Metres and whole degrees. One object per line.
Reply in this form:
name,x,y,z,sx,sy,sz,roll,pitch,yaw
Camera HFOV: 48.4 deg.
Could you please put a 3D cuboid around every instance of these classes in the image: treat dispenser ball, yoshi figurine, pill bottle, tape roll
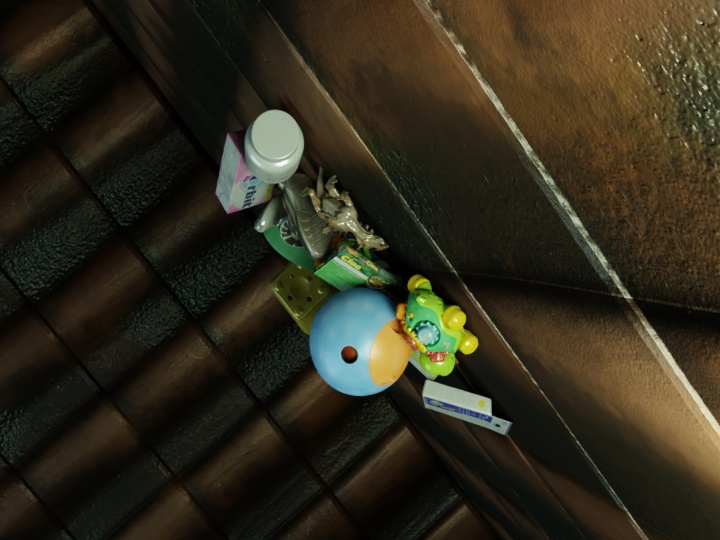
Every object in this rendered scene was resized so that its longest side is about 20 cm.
treat dispenser ball,0.001,0.135,1.524,0.202,0.200,0.201,49,172,10
yoshi figurine,-0.005,-0.007,1.659,0.198,0.112,0.114,27,138,29
pill bottle,-0.165,-0.238,1.525,0.115,0.114,0.200,51,172,-3
tape roll,-0.141,-0.080,1.944,0.198,0.049,0.201,27,-156,-13

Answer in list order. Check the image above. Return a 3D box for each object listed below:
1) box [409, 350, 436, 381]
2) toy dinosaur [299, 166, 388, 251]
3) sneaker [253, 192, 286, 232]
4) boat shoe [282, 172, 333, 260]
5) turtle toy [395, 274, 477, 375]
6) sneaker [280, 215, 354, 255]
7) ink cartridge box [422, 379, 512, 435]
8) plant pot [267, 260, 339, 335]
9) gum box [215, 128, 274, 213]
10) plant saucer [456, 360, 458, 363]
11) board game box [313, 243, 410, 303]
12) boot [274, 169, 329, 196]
box,0.136,0.150,1.643,0.117,0.048,0.201,43,161,10
toy dinosaur,-0.042,-0.105,1.557,0.201,0.085,0.136,53,-179,33
sneaker,-0.175,-0.137,1.860,0.080,0.200,0.070,45,130,-3
boat shoe,-0.109,-0.103,1.628,0.074,0.073,0.203,-58,43,51
turtle toy,0.131,0.112,1.442,0.146,0.101,0.201,43,168,46
sneaker,-0.087,-0.081,1.787,0.197,0.079,0.090,23,-162,-21
ink cartridge box,0.235,0.300,1.756,0.196,0.048,0.198,14,164,11
plant pot,-0.125,0.043,2.045,0.195,0.195,0.200,49,-168,10
gum box,-0.241,-0.217,1.740,0.067,0.112,0.201,56,146,23
plant saucer,0.117,0.117,1.783,0.201,0.037,0.199,56,171,-20
board game box,0.015,0.027,1.569,0.198,0.024,0.104,34,139,-23
boot,-0.119,-0.174,1.751,0.175,0.066,0.200,42,177,-20
